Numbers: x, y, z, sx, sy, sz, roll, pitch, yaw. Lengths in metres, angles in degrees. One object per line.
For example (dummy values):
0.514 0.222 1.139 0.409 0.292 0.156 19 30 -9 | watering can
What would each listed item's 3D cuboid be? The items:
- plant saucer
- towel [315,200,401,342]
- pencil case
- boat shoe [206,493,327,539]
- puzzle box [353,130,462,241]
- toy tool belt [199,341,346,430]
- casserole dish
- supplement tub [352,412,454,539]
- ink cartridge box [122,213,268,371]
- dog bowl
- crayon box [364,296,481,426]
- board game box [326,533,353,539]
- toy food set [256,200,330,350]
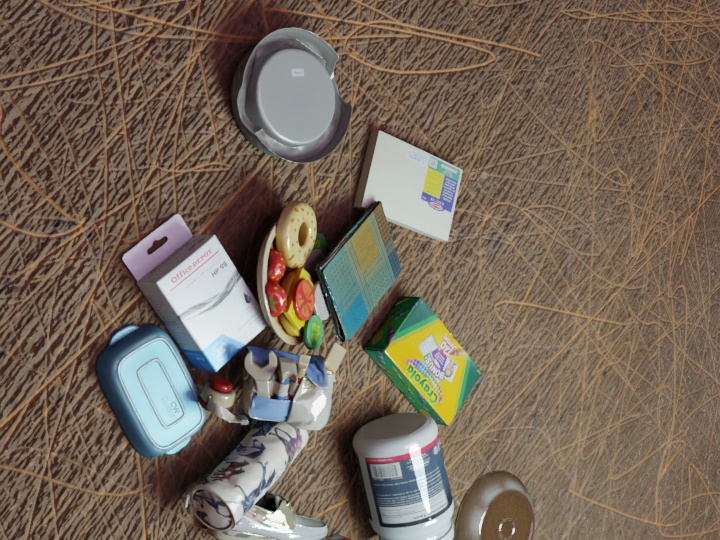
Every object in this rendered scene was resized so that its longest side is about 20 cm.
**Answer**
0.258 0.471 1.798 0.200 0.037 0.201 -1 91 -38 | plant saucer
0.000 0.000 1.554 0.200 0.022 0.147 -51 135 -44 | towel
-0.163 0.284 1.416 0.200 0.089 0.078 -46 143 -44 | pencil case
-0.130 0.372 1.473 0.199 0.075 0.069 15 87 -36 | boat shoe
0.084 -0.139 1.657 0.199 0.025 0.134 20 78 -36 | puzzle box
-0.124 0.149 1.414 0.199 0.125 0.123 10 105 -25 | toy tool belt
-0.286 0.170 1.373 0.121 0.039 0.201 -33 111 -32 | casserole dish
0.073 0.344 1.587 0.140 0.140 0.201 -20 103 -35 | supplement tub
-0.232 0.030 1.392 0.116 0.067 0.200 -43 115 -28 | ink cartridge box
-0.107 -0.261 1.487 0.199 0.059 0.201 -1 91 -38 | dog bowl
0.108 0.153 1.661 0.200 0.058 0.119 50 63 -27 | crayon box
-0.012 0.484 1.487 0.103 0.200 0.105 -7 95 -37 | board game box
-0.092 0.013 1.468 0.198 0.048 0.201 60 35 -46 | toy food set
